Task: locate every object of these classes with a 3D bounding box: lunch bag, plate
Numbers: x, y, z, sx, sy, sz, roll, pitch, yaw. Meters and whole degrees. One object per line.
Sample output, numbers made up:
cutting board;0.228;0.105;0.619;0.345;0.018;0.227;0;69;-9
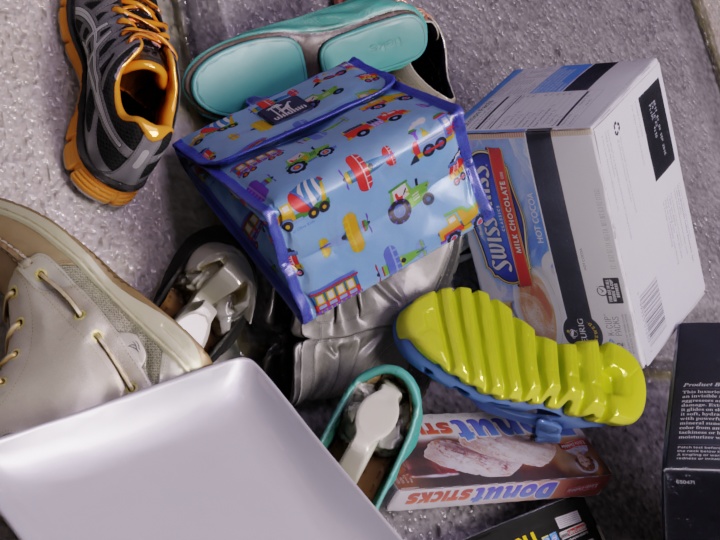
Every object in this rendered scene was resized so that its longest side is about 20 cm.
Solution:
lunch bag;-0.028;-0.074;1.278;0.150;0.200;0.095;-29;125;-14
plate;-0.087;0.147;1.027;0.199;0.032;0.200;-18;54;-38

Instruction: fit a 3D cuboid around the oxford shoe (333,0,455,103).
oxford shoe;0.034;-0.188;1.483;0.070;0.074;0.201;7;54;-40

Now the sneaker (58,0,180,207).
sneaker;-0.157;-0.144;1.285;0.078;0.077;0.201;14;56;-35

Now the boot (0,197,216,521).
boot;-0.207;0.056;1.116;0.199;0.072;0.155;36;63;13

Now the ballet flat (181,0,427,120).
ballet flat;-0.047;-0.158;1.395;0.199;0.070;0.068;-18;115;-20

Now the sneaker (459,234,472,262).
sneaker;0.041;-0.065;1.413;0.199;0.088;0.076;20;52;-36

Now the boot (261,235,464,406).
boot;0.000;0.000;1.304;0.130;0.067;0.202;8;90;-42

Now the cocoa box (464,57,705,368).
cocoa box;0.165;-0.043;1.431;0.133;0.130;0.201;-43;124;-48

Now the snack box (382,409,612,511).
snack box;0.086;0.135;1.350;0.199;0.024;0.072;1;40;-36

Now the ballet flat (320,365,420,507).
ballet flat;-0.014;0.141;1.220;0.067;0.071;0.201;20;58;11

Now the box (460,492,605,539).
box;0.117;0.258;1.320;0.199;0.049;0.161;-14;74;-46

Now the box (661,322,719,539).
box;0.286;0.173;1.378;0.199;0.122;0.201;-66;154;-59

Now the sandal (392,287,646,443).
sandal;0.103;0.076;1.326;0.199;0.087;0.080;24;54;-25

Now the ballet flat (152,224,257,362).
ballet flat;-0.105;0.031;1.234;0.068;0.068;0.200;43;44;-14
